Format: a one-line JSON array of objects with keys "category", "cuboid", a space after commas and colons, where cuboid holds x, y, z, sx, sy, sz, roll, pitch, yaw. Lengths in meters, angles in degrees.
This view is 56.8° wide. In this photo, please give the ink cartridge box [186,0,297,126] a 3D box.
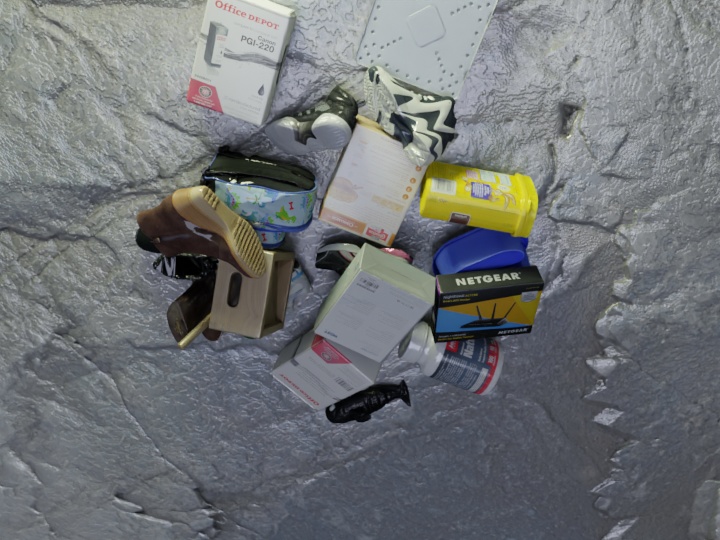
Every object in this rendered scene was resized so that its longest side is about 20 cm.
[{"category": "ink cartridge box", "cuboid": [-0.209, -0.376, 1.169, 0.145, 0.085, 0.201, 17, 113, -6]}]

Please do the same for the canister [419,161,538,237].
[{"category": "canister", "cuboid": [0.213, -0.136, 1.234, 0.198, 0.149, 0.087, 10, 120, -1]}]

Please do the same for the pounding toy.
[{"category": "pounding toy", "cuboid": [-0.227, 0.052, 1.251, 0.141, 0.184, 0.202, 11, 93, 9]}]

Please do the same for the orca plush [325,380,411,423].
[{"category": "orca plush", "cuboid": [0.015, 0.313, 1.494, 0.198, 0.071, 0.106, -5, 115, 4]}]

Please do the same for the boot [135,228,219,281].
[{"category": "boot", "cuboid": [-0.360, -0.038, 1.290, 0.197, 0.163, 0.074, 4, 114, 0]}]

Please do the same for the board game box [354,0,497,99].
[{"category": "board game box", "cuboid": [0.114, -0.428, 1.165, 0.199, 0.026, 0.201, 19, 115, -6]}]

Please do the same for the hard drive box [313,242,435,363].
[{"category": "hard drive box", "cuboid": [0.024, 0.066, 1.257, 0.155, 0.077, 0.200, 26, 130, -14]}]

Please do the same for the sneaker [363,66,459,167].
[{"category": "sneaker", "cuboid": [0.102, -0.292, 1.194, 0.199, 0.129, 0.080, 51, 146, 11]}]

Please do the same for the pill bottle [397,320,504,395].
[{"category": "pill bottle", "cuboid": [0.186, 0.175, 1.396, 0.199, 0.120, 0.120, 20, 115, -8]}]

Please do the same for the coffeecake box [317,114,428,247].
[{"category": "coffeecake box", "cuboid": [0.025, -0.167, 1.264, 0.153, 0.073, 0.201, 21, 114, -10]}]

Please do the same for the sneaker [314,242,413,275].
[{"category": "sneaker", "cuboid": [0.000, 0.000, 1.308, 0.199, 0.080, 0.087, 3, 72, 19]}]

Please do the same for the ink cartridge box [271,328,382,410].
[{"category": "ink cartridge box", "cuboid": [-0.071, 0.196, 1.399, 0.146, 0.083, 0.200, 42, 134, -16]}]

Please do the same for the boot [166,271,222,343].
[{"category": "boot", "cuboid": [-0.330, 0.106, 1.336, 0.064, 0.200, 0.188, -3, 115, 4]}]

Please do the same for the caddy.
[{"category": "caddy", "cuboid": [0.241, -0.018, 1.314, 0.199, 0.105, 0.142, -24, 136, 12]}]

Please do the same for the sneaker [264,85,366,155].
[{"category": "sneaker", "cuboid": [-0.079, -0.275, 1.219, 0.199, 0.114, 0.076, 6, 141, 38]}]

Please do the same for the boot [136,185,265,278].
[{"category": "boot", "cuboid": [-0.273, -0.051, 1.154, 0.166, 0.073, 0.200, -18, 121, 33]}]

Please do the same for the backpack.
[{"category": "backpack", "cuboid": [-0.183, -0.129, 1.231, 0.198, 0.183, 0.148, 8, 115, -3]}]

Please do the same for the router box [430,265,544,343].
[{"category": "router box", "cuboid": [0.239, 0.067, 1.284, 0.198, 0.051, 0.150, -6, 135, -5]}]

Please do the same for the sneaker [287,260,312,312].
[{"category": "sneaker", "cuboid": [-0.186, 0.068, 1.387, 0.199, 0.075, 0.087, -31, 116, 16]}]
